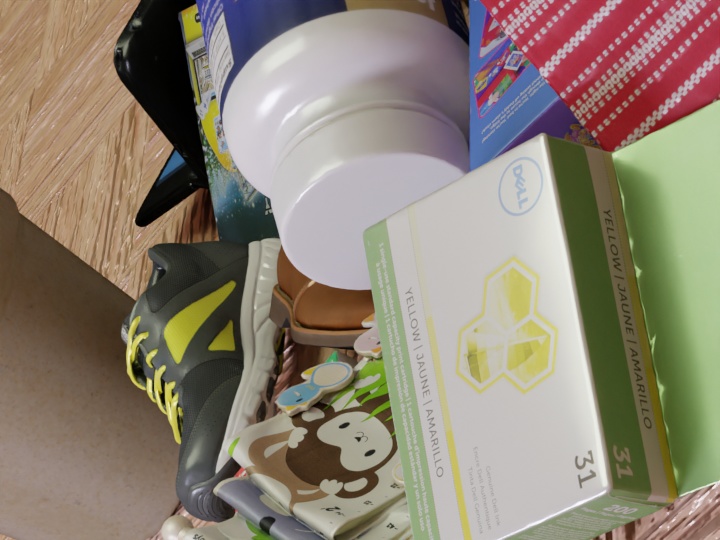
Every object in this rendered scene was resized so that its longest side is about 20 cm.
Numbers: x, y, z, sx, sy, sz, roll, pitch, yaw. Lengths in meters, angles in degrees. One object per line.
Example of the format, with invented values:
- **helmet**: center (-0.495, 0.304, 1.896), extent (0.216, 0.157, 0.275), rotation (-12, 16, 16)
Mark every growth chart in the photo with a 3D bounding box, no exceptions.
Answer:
- **growth chart**: center (0.012, 0.069, 1.213), extent (0.144, 0.018, 0.200), rotation (18, 49, 43)

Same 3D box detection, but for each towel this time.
- **towel**: center (0.133, -0.097, 1.108), extent (0.145, 0.200, 0.022), rotation (-46, -14, 34)

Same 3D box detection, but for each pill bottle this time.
- **pill bottle**: center (-0.008, -0.096, 1.335), extent (0.120, 0.119, 0.201), rotation (-46, 41, 33)

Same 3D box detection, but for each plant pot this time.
- **plant pot**: center (-0.183, 0.064, 1.587), extent (0.201, 0.183, 0.201), rotation (-48, 24, 30)

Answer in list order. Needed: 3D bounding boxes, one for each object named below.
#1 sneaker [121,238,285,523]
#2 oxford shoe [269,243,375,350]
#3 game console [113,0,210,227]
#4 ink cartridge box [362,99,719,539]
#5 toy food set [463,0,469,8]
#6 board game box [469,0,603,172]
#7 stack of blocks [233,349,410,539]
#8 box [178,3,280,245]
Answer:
- **sneaker**: center (-0.082, 0.055, 1.483), extent (0.200, 0.084, 0.075), rotation (-82, -2, -56)
- **oxford shoe**: center (0.000, 0.000, 1.382), extent (0.200, 0.071, 0.072), rotation (-156, 69, -69)
- **game console**: center (-0.090, -0.147, 1.720), extent (0.116, 0.176, 0.201), rotation (7, 59, 37)
- **ink cartridge box**: center (0.093, 0.017, 1.092), extent (0.200, 0.048, 0.146), rotation (-29, 62, 40)
- **toy food set**: center (0.116, -0.204, 1.346), extent (0.200, 0.049, 0.198), rotation (-44, -2, -34)
- **board game box**: center (0.122, -0.127, 1.200), extent (0.200, 0.045, 0.135), rotation (-43, 29, 34)
- **stack of blocks**: center (0.001, 0.124, 1.264), extent (0.115, 0.058, 0.200), rotation (-50, 23, 25)
- **box**: center (-0.027, -0.090, 1.533), extent (0.200, 0.037, 0.138), rotation (-15, 85, 61)
